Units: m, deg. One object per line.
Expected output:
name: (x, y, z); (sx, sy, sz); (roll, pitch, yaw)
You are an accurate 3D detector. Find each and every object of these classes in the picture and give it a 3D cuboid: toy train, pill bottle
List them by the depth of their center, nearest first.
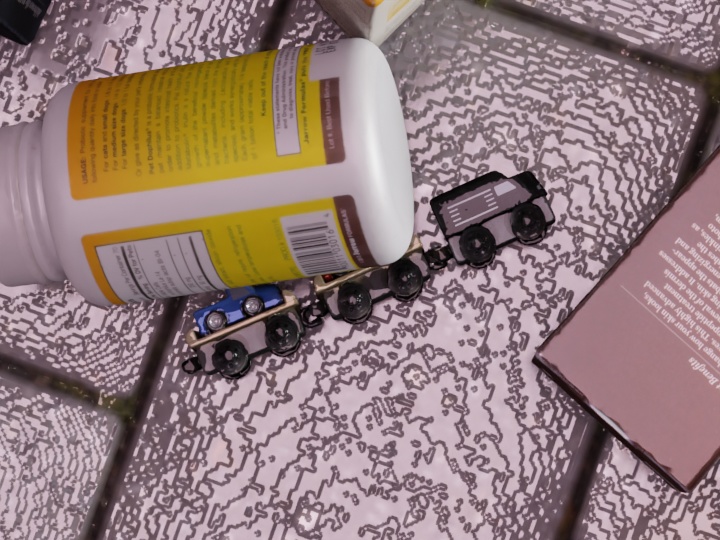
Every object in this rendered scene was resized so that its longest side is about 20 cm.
pill bottle: (-0.080, -0.044, 1.256); (0.199, 0.109, 0.110); (-8, 86, 9)
toy train: (0.000, 0.000, 1.294); (0.199, 0.034, 0.046); (-24, 82, 0)

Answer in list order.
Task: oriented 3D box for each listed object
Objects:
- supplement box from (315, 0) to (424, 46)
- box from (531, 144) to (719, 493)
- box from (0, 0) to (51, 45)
supplement box: (0.024, -0.178, 1.221); (0.126, 0.200, 0.074); (-45, 89, -2)
box: (0.184, 0.001, 1.268); (0.100, 0.075, 0.200); (42, 87, 4)
box: (-0.182, -0.231, 1.234); (0.124, 0.200, 0.197); (24, 87, 5)
